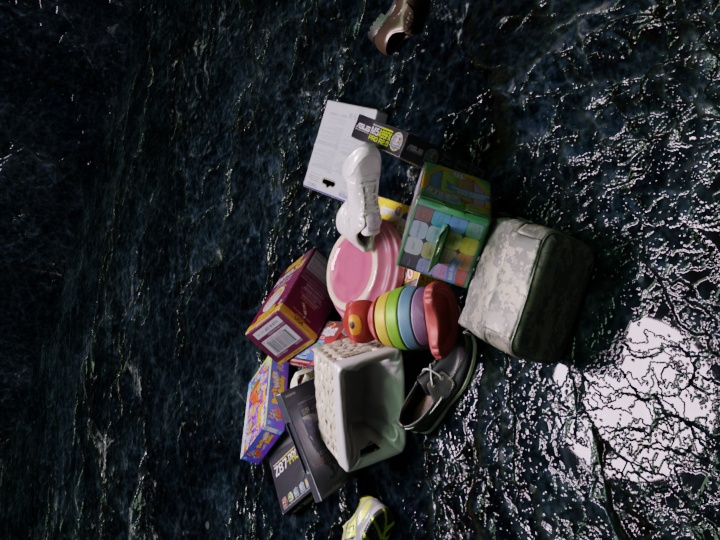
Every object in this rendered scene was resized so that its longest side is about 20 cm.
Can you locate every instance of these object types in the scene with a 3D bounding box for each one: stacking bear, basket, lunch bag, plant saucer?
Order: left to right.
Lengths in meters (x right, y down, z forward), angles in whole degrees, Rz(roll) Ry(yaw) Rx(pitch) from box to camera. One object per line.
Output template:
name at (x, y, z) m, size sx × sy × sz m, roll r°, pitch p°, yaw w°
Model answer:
basket at (-0.005, 0.228, 1.393) m, size 0.123 × 0.133 × 0.205 m, roll 24°, pitch 122°, yaw 57°
plant saucer at (0.000, 0.000, 1.443) m, size 0.198 × 0.050 × 0.206 m, roll -16°, pitch 69°, yaw 48°
stacking bear at (0.059, 0.083, 1.325) m, size 0.196 × 0.113 × 0.125 m, roll -5°, pitch 98°, yaw 29°
lunch bag at (0.238, 0.021, 1.185) m, size 0.166 × 0.137 × 0.205 m, roll 22°, pitch 95°, yaw 51°

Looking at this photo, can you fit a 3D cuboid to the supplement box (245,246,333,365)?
supplement box at (-0.129, 0.071, 1.597) m, size 0.130 × 0.103 × 0.202 m, roll -36°, pitch 18°, yaw 40°

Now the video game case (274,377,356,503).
video game case at (-0.080, 0.309, 1.449) m, size 0.019 × 0.142 × 0.204 m, roll -25°, pitch 84°, yaw 26°

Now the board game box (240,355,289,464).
board game box at (-0.205, 0.293, 1.687) m, size 0.135 × 0.044 × 0.203 m, roll -54°, pitch 24°, yaw 36°

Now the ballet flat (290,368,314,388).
ballet flat at (-0.103, 0.209, 1.620) m, size 0.069 × 0.070 × 0.204 m, roll 30°, pitch 103°, yaw 46°

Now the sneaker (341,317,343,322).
sneaker at (-0.023, 0.163, 1.506) m, size 0.085 × 0.076 × 0.205 m, roll -159°, pitch 83°, yaw -77°

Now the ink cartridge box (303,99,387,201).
ink cartridge box at (-0.035, -0.259, 1.700) m, size 0.195 × 0.043 × 0.205 m, roll 26°, pitch 102°, yaw 51°

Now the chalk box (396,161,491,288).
chalk box at (0.134, -0.066, 1.231) m, size 0.201 × 0.121 × 0.127 m, roll -73°, pitch 1°, yaw -60°

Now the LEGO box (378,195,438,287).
LEGO box at (0.085, -0.042, 1.450) m, size 0.199 × 0.076 × 0.152 m, roll 24°, pitch 99°, yaw 52°

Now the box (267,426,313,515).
box at (-0.111, 0.380, 1.593) m, size 0.200 × 0.048 × 0.164 m, roll -46°, pitch 49°, yaw 35°

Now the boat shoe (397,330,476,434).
boat shoe at (0.132, 0.191, 1.329) m, size 0.203 × 0.067 × 0.072 m, roll -60°, pitch 40°, yaw 13°

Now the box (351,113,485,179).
box at (0.102, -0.207, 1.379) m, size 0.160 × 0.197 × 0.045 m, roll 34°, pitch 102°, yaw 51°

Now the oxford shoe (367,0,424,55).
oxford shoe at (0.102, -0.527, 1.595) m, size 0.201 × 0.072 × 0.085 m, roll -51°, pitch 59°, yaw 33°

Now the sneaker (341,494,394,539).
sneaker at (-0.006, 0.505, 1.416) m, size 0.203 × 0.075 × 0.076 m, roll -60°, pitch 32°, yaw 5°

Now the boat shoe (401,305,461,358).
boat shoe at (0.098, 0.113, 1.403) m, size 0.199 × 0.056 × 0.068 m, roll -35°, pitch 54°, yaw 41°

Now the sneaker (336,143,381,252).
sneaker at (0.013, -0.122, 1.341) m, size 0.100 × 0.073 × 0.203 m, roll 51°, pitch 147°, yaw 38°

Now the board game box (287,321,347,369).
board game box at (-0.083, 0.144, 1.523) m, size 0.104 × 0.019 × 0.199 m, roll -52°, pitch 15°, yaw -17°
